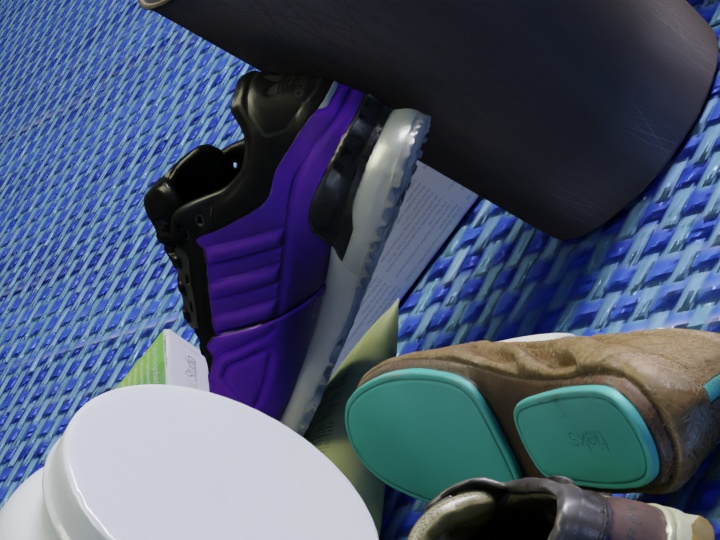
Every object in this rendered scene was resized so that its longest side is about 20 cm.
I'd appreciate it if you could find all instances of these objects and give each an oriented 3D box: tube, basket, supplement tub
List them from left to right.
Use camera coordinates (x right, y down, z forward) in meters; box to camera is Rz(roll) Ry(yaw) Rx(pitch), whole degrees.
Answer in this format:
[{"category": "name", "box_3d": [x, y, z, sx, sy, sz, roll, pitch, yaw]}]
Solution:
[{"category": "supplement tub", "box_3d": [-0.088, 0.157, 0.998, 0.141, 0.140, 0.200, -87, 22, -59]}, {"category": "tube", "box_3d": [-0.011, 0.088, 1.144, 0.058, 0.052, 0.200, -12, 27, 12]}, {"category": "basket", "box_3d": [0.037, -0.113, 1.117, 0.180, 0.200, 0.136, -35, 26, 44]}]

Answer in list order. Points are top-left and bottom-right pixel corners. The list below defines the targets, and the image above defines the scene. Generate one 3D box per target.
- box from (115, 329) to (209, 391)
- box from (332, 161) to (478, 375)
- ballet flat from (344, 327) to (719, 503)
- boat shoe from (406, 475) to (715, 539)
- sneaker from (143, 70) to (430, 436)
[{"category": "box", "box_3d": [-0.147, 0.140, 1.414, 0.200, 0.036, 0.144, -51, 18, 17]}, {"category": "box", "box_3d": [0.000, 0.000, 1.275, 0.200, 0.041, 0.039, -54, 18, 6]}, {"category": "ballet flat", "box_3d": [0.072, 0.047, 0.977, 0.072, 0.068, 0.200, -29, 8, -29]}, {"category": "boat shoe", "box_3d": [0.045, 0.102, 0.934, 0.200, 0.065, 0.073, -27, 34, 57]}, {"category": "sneaker", "box_3d": [-0.046, -0.003, 1.118, 0.070, 0.099, 0.201, -66, -1, -56]}]
